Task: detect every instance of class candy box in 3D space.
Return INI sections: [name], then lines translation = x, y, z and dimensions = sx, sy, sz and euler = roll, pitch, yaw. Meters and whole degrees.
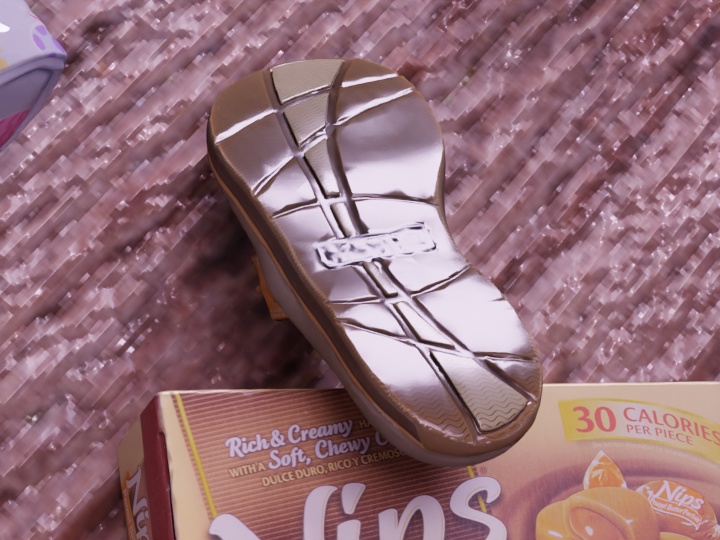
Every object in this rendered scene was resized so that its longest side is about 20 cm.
[candy box]
translation = 0.029, 0.099, 0.957
dimensions = 0.199, 0.055, 0.116
euler = -1, 67, -19

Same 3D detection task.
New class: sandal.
[sandal]
translation = 0.000, 0.000, 0.972
dimensions = 0.080, 0.054, 0.200
euler = -7, 43, -20

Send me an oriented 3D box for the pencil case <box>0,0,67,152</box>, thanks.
[pencil case]
translation = -0.183, -0.112, 0.960
dimensions = 0.091, 0.083, 0.200
euler = -38, 82, -10
